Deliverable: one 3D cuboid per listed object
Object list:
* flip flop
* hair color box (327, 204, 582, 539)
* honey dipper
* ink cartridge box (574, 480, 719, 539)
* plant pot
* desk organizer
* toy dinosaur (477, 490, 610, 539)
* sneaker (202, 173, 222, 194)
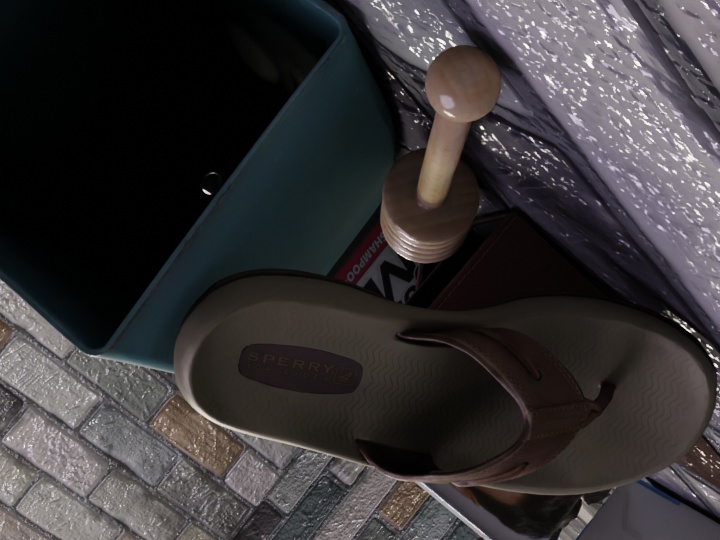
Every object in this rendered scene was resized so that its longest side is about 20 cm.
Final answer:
[{"bbox_3d":[0.033,0.045,0.586,0.199,0.082,0.058,10,-162,-15],"label":"flip flop"},{"bbox_3d":[0.037,0.054,0.875,0.200,0.099,0.061,40,173,-6],"label":"hair color box"},{"bbox_3d":[0.026,-0.039,0.569,0.038,0.038,0.200,38,172,7],"label":"honey dipper"},{"bbox_3d":[0.240,0.225,1.053,0.200,0.068,0.116,43,173,-26],"label":"ink cartridge box"},{"bbox_3d":[-0.072,-0.046,0.662,0.141,0.142,0.200,37,180,19],"label":"plant pot"},{"bbox_3d":[0.052,0.028,0.733,0.077,0.072,0.200,42,174,-5],"label":"desk organizer"},{"bbox_3d":[0.110,0.128,1.075,0.077,0.103,0.200,27,-173,-17],"label":"toy dinosaur"},{"bbox_3d":[-0.098,-0.083,0.818,0.200,0.072,0.083,43,174,-34],"label":"sneaker"}]
